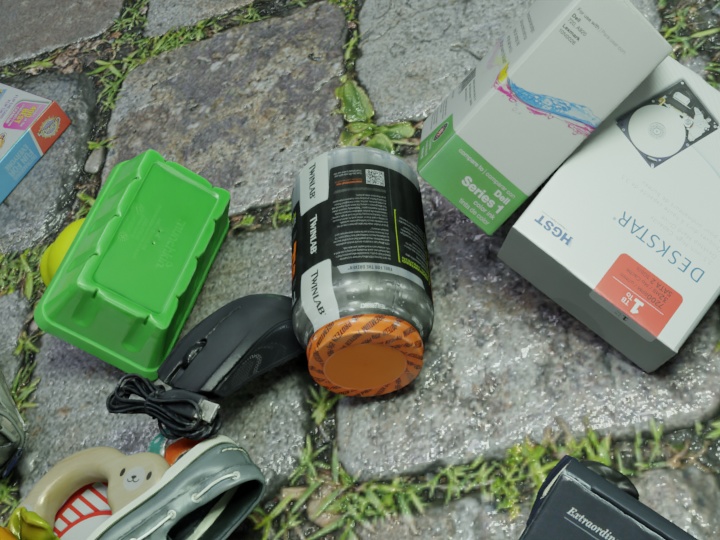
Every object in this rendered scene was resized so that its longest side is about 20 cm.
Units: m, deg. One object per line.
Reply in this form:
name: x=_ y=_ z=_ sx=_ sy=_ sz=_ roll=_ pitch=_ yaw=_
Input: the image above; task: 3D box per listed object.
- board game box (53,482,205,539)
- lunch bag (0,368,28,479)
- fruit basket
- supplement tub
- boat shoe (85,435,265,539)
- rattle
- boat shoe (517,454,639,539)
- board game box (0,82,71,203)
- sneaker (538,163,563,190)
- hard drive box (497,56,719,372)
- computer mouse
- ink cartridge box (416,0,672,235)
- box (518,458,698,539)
board game box: x=-0.194 y=0.267 z=0.884 sx=0.199 sy=0.046 sz=0.152 roll=24 pitch=67 yaw=37
lunch bag: x=-0.418 y=0.132 z=1.033 sx=0.167 sy=0.140 sz=0.200 roll=-35 pitch=49 yaw=-2
fruit basket: x=-0.234 y=-0.003 z=1.075 sx=0.216 sy=0.155 sz=0.216 roll=-57 pitch=13 yaw=21
supplement tub: x=0.000 y=0.000 z=0.944 sx=0.122 sy=0.123 sz=0.201 roll=-15 pitch=49 yaw=15
boat shoe: x=-0.153 y=0.214 z=0.827 sx=0.062 sy=0.073 sz=0.200 roll=26 pitch=63 yaw=42
rattle: x=-0.219 y=0.158 z=0.861 sx=0.200 sy=0.143 sz=0.130 roll=-34 pitch=29 yaw=5
boat shoe: x=0.132 y=0.223 z=0.755 sx=0.074 sy=0.093 sz=0.201 roll=28 pitch=93 yaw=4
board game box: x=-0.479 y=-0.166 z=1.357 sx=0.199 sy=0.040 sz=0.153 roll=22 pitch=67 yaw=36
sneaker: x=0.173 y=-0.094 z=0.978 sx=0.085 sy=0.078 sz=0.201 roll=-38 pitch=47 yaw=27
hard drive box: x=0.232 y=-0.048 z=0.857 sx=0.156 sy=0.077 sz=0.200 roll=37 pitch=75 yaw=8
computer mouse: x=-0.116 y=0.068 z=0.940 sx=0.138 sy=0.053 sz=0.200 roll=8 pitch=31 yaw=42
ink cartridge box: x=0.142 y=-0.145 z=0.869 sx=0.200 sy=0.084 sz=0.145 roll=-46 pitch=12 yaw=20
box: x=0.134 y=0.237 z=0.644 sx=0.148 sy=0.104 sz=0.201 roll=33 pitch=92 yaw=15
